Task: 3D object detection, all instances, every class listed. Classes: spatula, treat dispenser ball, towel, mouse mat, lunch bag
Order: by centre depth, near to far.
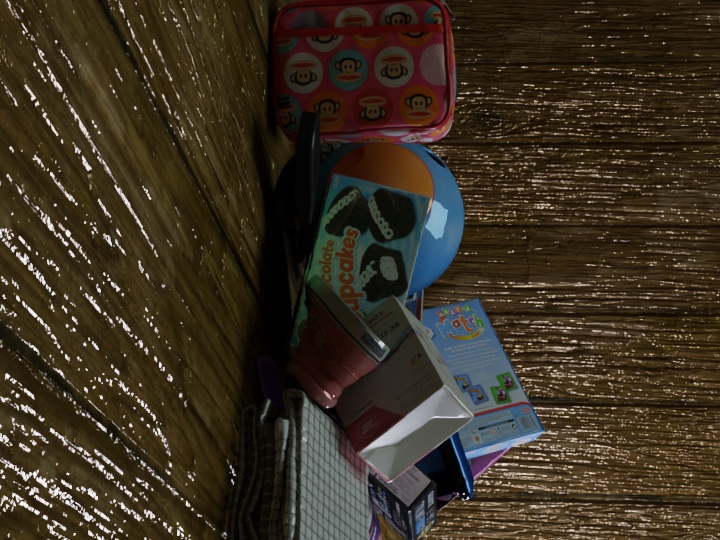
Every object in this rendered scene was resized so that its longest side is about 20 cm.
[{"bbox_3d":[-0.062,0.237,1.343,0.166,0.085,0.201,50,33,-50],"label":"towel"},{"bbox_3d":[-0.094,0.190,1.429,0.056,0.020,0.201,6,86,-73],"label":"spatula"},{"bbox_3d":[0.004,-0.227,1.491,0.082,0.199,0.177,43,45,-83],"label":"lunch bag"},{"bbox_3d":[-0.065,0.021,1.521,0.161,0.007,0.201,-80,-177,-56],"label":"mouse mat"},{"bbox_3d":[0.026,-0.064,1.677,0.201,0.200,0.202,1,90,-83],"label":"treat dispenser ball"}]

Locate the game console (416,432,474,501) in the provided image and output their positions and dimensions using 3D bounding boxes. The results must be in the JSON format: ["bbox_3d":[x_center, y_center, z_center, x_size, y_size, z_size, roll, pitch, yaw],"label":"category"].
[{"bbox_3d":[0.051,0.184,1.639,0.171,0.118,0.201,14,56,-84],"label":"game console"}]

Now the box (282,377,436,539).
[{"bbox_3d":[0.001,0.216,1.575,0.050,0.198,0.200,-43,161,-13],"label":"box"}]

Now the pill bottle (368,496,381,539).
[{"bbox_3d":[-0.038,0.279,1.537,0.200,0.111,0.112,75,17,-65],"label":"pill bottle"}]

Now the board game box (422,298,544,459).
[{"bbox_3d":[0.128,0.139,1.761,0.037,0.151,0.201,-51,-124,49],"label":"board game box"}]

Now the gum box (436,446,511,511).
[{"bbox_3d":[0.084,0.192,1.777,0.113,0.200,0.066,-34,168,-33],"label":"gum box"}]

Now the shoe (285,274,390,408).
[{"bbox_3d":[-0.041,0.072,1.417,0.071,0.091,0.200,45,-1,-23],"label":"shoe"}]

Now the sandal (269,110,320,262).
[{"bbox_3d":[-0.070,-0.090,1.460,0.201,0.048,0.076,95,3,-47],"label":"sandal"}]

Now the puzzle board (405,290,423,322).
[{"bbox_3d":[0.011,-0.013,1.787,0.017,0.150,0.201,51,37,-55],"label":"puzzle board"}]

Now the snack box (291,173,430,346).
[{"bbox_3d":[0.000,0.000,1.564,0.037,0.116,0.201,-96,-161,-84],"label":"snack box"}]

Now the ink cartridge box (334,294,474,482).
[{"bbox_3d":[0.026,0.110,1.452,0.068,0.116,0.200,46,9,-37],"label":"ink cartridge box"}]

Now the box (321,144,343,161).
[{"bbox_3d":[-0.034,-0.231,1.830,0.200,0.043,0.161,66,24,-75],"label":"box"}]
